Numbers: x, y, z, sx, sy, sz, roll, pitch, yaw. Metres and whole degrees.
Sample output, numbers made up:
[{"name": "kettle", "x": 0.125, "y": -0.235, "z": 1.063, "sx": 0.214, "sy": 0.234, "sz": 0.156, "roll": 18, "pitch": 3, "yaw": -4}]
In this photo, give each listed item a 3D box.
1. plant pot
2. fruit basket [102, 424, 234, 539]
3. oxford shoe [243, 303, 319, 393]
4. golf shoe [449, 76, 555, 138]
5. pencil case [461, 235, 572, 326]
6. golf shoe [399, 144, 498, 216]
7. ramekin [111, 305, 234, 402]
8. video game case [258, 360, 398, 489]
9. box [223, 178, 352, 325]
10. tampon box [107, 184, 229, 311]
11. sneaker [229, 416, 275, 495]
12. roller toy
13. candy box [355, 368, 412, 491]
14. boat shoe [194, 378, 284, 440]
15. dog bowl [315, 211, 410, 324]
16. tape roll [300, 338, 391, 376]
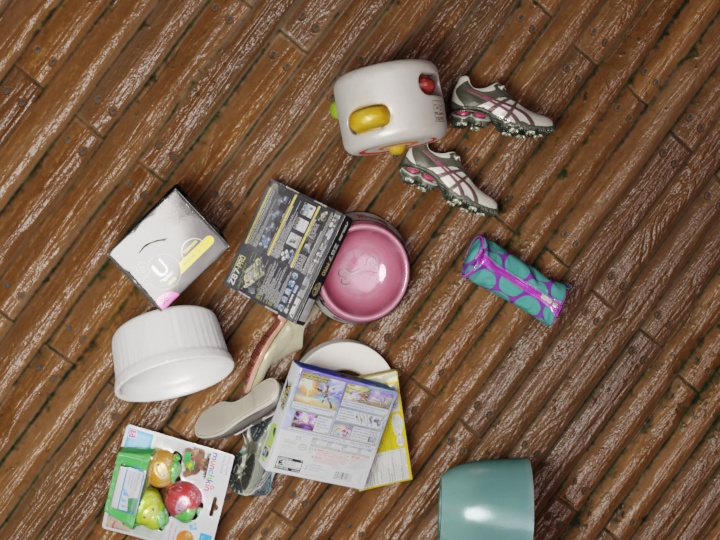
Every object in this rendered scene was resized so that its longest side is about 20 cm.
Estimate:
[{"name": "plant pot", "x": 0.219, "y": 0.433, "z": 1.760, "sx": 0.157, "sy": 0.201, "sz": 0.205, "roll": 3, "pitch": 96, "yaw": 3}, {"name": "fruit basket", "x": -0.332, "y": 0.380, "z": 1.684, "sx": 0.196, "sy": 0.094, "sz": 0.189, "roll": 16, "pitch": 94, "yaw": 8}, {"name": "oxford shoe", "x": -0.139, "y": 0.134, "z": 1.718, "sx": 0.073, "sy": 0.071, "sz": 0.202, "roll": 29, "pitch": 91, "yaw": -15}, {"name": "golf shoe", "x": 0.255, "y": -0.285, "z": 1.736, "sx": 0.196, "sy": 0.077, "sz": 0.090, "roll": 9, "pitch": 87, "yaw": -12}, {"name": "pencil case", "x": 0.278, "y": 0.018, "z": 1.771, "sx": 0.198, "sy": 0.092, "sz": 0.086, "roll": 29, "pitch": 91, "yaw": -11}, {"name": "golf shoe", "x": 0.167, "y": -0.162, "z": 1.741, "sx": 0.197, "sy": 0.077, "sz": 0.089, "roll": 26, "pitch": 84, "yaw": -13}, {"name": "ramekin", "x": -0.314, "y": 0.136, "z": 1.622, "sx": 0.197, "sy": 0.201, "sz": 0.099, "roll": -14, "pitch": 69, "yaw": -9}, {"name": "video game case", "x": -0.054, "y": 0.264, "z": 1.672, "sx": 0.197, "sy": 0.045, "sz": 0.184, "roll": 18, "pitch": 96, "yaw": -29}, {"name": "box", "x": -0.124, "y": -0.031, "z": 1.674, "sx": 0.159, "sy": 0.049, "sz": 0.203, "roll": 25, "pitch": 91, "yaw": 20}, {"name": "tampon box", "x": -0.310, "y": -0.041, "z": 1.600, "sx": 0.150, "sy": 0.200, "sz": 0.126, "roll": -44, "pitch": 102, "yaw": -2}, {"name": "sneaker", "x": -0.166, "y": 0.300, "z": 1.740, "sx": 0.086, "sy": 0.077, "sz": 0.203, "roll": 30, "pitch": 76, "yaw": -46}, {"name": "roller toy", "x": 0.052, "y": -0.264, "z": 1.643, "sx": 0.179, "sy": 0.200, "sz": 0.143, "roll": -11, "pitch": 91, "yaw": -13}, {"name": "candy box", "x": 0.030, "y": 0.284, "z": 1.751, "sx": 0.100, "sy": 0.026, "sz": 0.204, "roll": -9, "pitch": 98, "yaw": -7}, {"name": "boat shoe", "x": -0.200, "y": 0.251, "z": 1.698, "sx": 0.198, "sy": 0.068, "sz": 0.057, "roll": -29, "pitch": 135, "yaw": 25}, {"name": "dog bowl", "x": 0.000, "y": 0.000, "z": 1.727, "sx": 0.196, "sy": 0.074, "sz": 0.205, "roll": -1, "pitch": 97, "yaw": -10}, {"name": "tape roll", "x": -0.033, "y": 0.226, "z": 1.765, "sx": 0.198, "sy": 0.037, "sz": 0.207, "roll": -1, "pitch": 97, "yaw": -11}]
